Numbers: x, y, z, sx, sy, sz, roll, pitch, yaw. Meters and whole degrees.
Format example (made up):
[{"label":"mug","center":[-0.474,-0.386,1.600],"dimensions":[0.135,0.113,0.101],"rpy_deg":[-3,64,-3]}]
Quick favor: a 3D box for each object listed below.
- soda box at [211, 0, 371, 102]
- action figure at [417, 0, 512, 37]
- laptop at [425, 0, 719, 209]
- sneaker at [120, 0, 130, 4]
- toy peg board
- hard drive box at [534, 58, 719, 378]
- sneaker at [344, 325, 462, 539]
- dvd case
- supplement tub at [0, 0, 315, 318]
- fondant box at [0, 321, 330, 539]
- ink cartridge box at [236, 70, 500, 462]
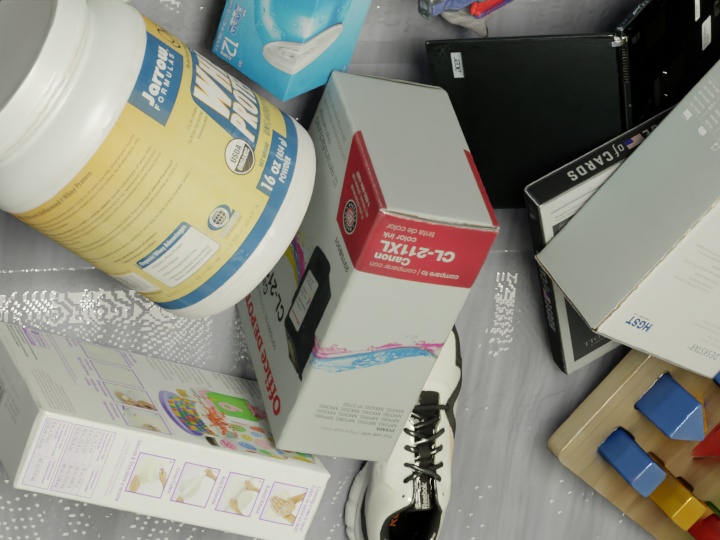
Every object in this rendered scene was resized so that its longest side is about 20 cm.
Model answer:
[{"label":"soda box","center":[-0.023,-0.205,1.521],"dimensions":[0.068,0.064,0.200],"rpy_deg":[-29,147,-48]},{"label":"action figure","center":[0.084,-0.244,1.594],"dimensions":[0.200,0.105,0.194],"rpy_deg":[-24,130,-42]},{"label":"laptop","center":[0.151,-0.136,1.651],"dimensions":[0.200,0.103,0.177],"rpy_deg":[-47,152,-22]},{"label":"sneaker","center":[-0.093,-0.237,1.530],"dimensions":[0.200,0.074,0.089],"rpy_deg":[-35,133,-1]},{"label":"toy peg board","center":[0.273,0.117,1.775],"dimensions":[0.200,0.098,0.199],"rpy_deg":[-48,132,3]},{"label":"hard drive box","center":[0.238,-0.037,1.635],"dimensions":[0.200,0.077,0.156],"rpy_deg":[-48,143,16]},{"label":"sneaker","center":[0.040,0.118,1.722],"dimensions":[0.074,0.080,0.200],"rpy_deg":[-2,111,-18]},{"label":"dvd case","center":[0.187,-0.024,1.695],"dimensions":[0.150,0.025,0.200],"rpy_deg":[-29,144,-10]},{"label":"supplement tub","center":[-0.142,-0.075,1.530],"dimensions":[0.200,0.145,0.145],"rpy_deg":[33,98,-29]},{"label":"fondant box","center":[-0.137,0.104,1.610],"dimensions":[0.200,0.144,0.058],"rpy_deg":[14,106,-25]},{"label":"ink cartridge box","center":[0.000,0.000,1.585],"dimensions":[0.083,0.146,0.200],"rpy_deg":[8,127,-23]}]
